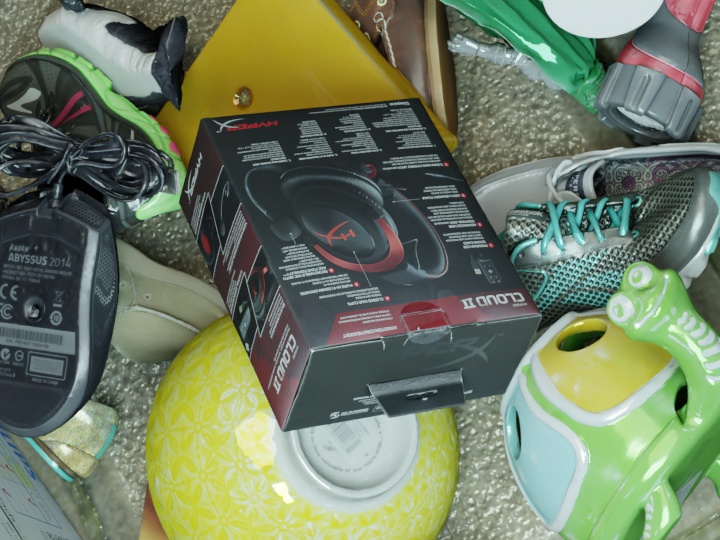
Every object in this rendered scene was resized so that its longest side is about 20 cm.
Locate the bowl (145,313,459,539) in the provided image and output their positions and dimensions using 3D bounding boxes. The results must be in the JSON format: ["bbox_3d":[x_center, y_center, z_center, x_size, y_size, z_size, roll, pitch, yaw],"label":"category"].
[{"bbox_3d":[-0.020,0.102,1.203,0.198,0.108,0.202,5,75,-18],"label":"bowl"}]

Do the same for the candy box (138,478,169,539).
[{"bbox_3d":[-0.082,0.205,1.271,0.116,0.056,0.202,1,74,18],"label":"candy box"}]

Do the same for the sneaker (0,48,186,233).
[{"bbox_3d":[-0.197,-0.089,1.376,0.084,0.077,0.200,-36,44,-21],"label":"sneaker"}]

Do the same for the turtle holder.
[{"bbox_3d":[0.149,0.088,1.158,0.132,0.186,0.141,40,82,19],"label":"turtle holder"}]

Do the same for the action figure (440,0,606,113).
[{"bbox_3d":[0.088,-0.171,1.303,0.200,0.055,0.118,39,43,-7],"label":"action figure"}]

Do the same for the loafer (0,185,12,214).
[{"bbox_3d":[-0.283,-0.049,1.420,0.199,0.072,0.063,26,76,26],"label":"loafer"}]

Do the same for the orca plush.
[{"bbox_3d":[-0.151,-0.162,1.387,0.071,0.200,0.106,-35,104,-21],"label":"orca plush"}]

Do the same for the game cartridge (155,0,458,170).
[{"bbox_3d":[-0.042,-0.081,1.335,0.200,0.032,0.177,50,117,24],"label":"game cartridge"}]

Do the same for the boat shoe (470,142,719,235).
[{"bbox_3d":[0.148,-0.045,1.271,0.198,0.069,0.073,0,72,18],"label":"boat shoe"}]

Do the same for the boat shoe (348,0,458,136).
[{"bbox_3d":[0.026,-0.171,1.357,0.070,0.071,0.201,-9,61,8],"label":"boat shoe"}]

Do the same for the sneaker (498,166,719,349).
[{"bbox_3d":[0.128,-0.011,1.210,0.200,0.091,0.078,-34,34,35],"label":"sneaker"}]

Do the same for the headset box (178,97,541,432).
[{"bbox_3d":[0.000,0.000,1.160,0.148,0.075,0.201,-8,51,-26],"label":"headset box"}]

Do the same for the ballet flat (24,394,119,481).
[{"bbox_3d":[-0.240,0.061,1.369,0.200,0.071,0.071,38,87,20],"label":"ballet flat"}]

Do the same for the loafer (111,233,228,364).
[{"bbox_3d":[-0.129,0.033,1.339,0.199,0.076,0.069,26,83,34],"label":"loafer"}]

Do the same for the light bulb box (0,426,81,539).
[{"bbox_3d":[-0.286,0.160,1.275,0.125,0.200,0.198,-42,64,3],"label":"light bulb box"}]

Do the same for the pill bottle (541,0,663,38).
[{"bbox_3d":[0.144,-0.244,1.287,0.112,0.113,0.201,-14,47,13],"label":"pill bottle"}]

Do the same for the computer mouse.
[{"bbox_3d":[-0.189,0.008,1.304,0.137,0.053,0.202,12,91,23],"label":"computer mouse"}]

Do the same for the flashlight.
[{"bbox_3d":[0.216,-0.178,1.295,0.067,0.068,0.201,22,81,23],"label":"flashlight"}]
